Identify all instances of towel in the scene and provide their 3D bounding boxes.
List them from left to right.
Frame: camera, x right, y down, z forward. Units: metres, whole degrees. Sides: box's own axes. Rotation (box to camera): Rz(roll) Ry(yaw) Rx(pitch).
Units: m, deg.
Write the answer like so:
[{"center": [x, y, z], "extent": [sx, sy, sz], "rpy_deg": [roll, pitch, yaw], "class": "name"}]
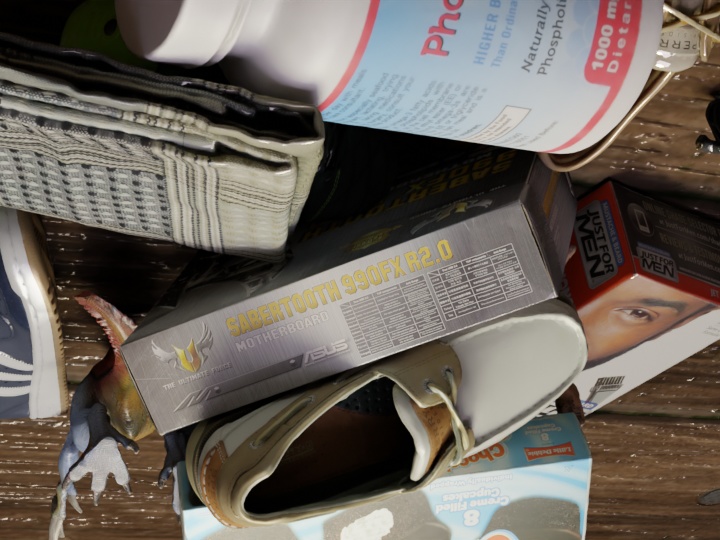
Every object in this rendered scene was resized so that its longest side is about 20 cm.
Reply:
[{"center": [-0.114, -0.047, 0.801], "extent": [0.191, 0.035, 0.200], "rpy_deg": [14, 166, -2], "class": "towel"}]

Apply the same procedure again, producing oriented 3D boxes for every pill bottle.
[{"center": [0.011, -0.110, 0.767], "extent": [0.199, 0.109, 0.109], "rpy_deg": [5, 148, -29], "class": "pill bottle"}]

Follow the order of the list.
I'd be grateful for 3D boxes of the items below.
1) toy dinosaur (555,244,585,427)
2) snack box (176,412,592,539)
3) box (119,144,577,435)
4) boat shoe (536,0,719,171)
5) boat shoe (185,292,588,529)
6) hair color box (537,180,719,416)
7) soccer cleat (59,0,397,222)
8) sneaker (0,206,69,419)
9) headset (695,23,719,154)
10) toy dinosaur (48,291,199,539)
[{"center": [0.024, 0.058, 0.990], "extent": [0.135, 0.086, 0.200], "rpy_deg": [28, 122, -29], "class": "toy dinosaur"}, {"center": [0.012, 0.135, 0.973], "extent": [0.198, 0.037, 0.117], "rpy_deg": [-7, 129, -7], "class": "snack box"}, {"center": [0.000, 0.000, 0.931], "extent": [0.199, 0.049, 0.158], "rpy_deg": [-20, -168, 15], "class": "box"}, {"center": [0.126, -0.113, 0.844], "extent": [0.073, 0.070, 0.200], "rpy_deg": [2, 149, -23], "class": "boat shoe"}, {"center": [0.022, 0.069, 0.893], "extent": [0.199, 0.075, 0.068], "rpy_deg": [-25, -162, -12], "class": "boat shoe"}, {"center": [0.110, 0.035, 1.115], "extent": [0.110, 0.064, 0.200], "rpy_deg": [17, 140, -40], "class": "hair color box"}, {"center": [-0.043, -0.066, 0.856], "extent": [0.081, 0.068, 0.199], "rpy_deg": [6, 168, 44], "class": "soccer cleat"}, {"center": [-0.204, 0.029, 0.980], "extent": [0.108, 0.071, 0.200], "rpy_deg": [-8, 154, -10], "class": "sneaker"}, {"center": [0.213, -0.114, 0.899], "extent": [0.122, 0.094, 0.201], "rpy_deg": [4, 133, -18], "class": "headset"}, {"center": [-0.108, 0.065, 1.036], "extent": [0.104, 0.182, 0.201], "rpy_deg": [2, 115, -11], "class": "toy dinosaur"}]
